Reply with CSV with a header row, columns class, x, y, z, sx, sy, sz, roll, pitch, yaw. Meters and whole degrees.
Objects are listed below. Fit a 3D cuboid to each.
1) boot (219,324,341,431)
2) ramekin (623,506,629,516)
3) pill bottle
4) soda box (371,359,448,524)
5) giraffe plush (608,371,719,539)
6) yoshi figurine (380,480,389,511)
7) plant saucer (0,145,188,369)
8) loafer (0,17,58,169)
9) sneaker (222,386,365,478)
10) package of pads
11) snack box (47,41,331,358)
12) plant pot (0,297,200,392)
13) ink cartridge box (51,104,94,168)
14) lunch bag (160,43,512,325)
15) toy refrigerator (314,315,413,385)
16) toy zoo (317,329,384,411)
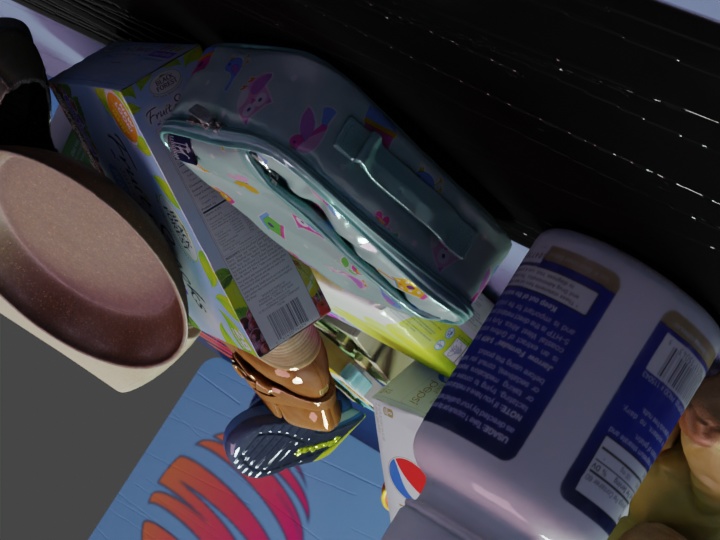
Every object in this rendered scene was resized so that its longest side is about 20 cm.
class,x,y,z,sx,sy,sz,roll,pitch,yaw
boot,-0.101,0.050,1.403,0.200,0.074,0.155,37,160,39
ramekin,0.141,0.162,1.233,0.094,0.203,0.202,39,178,45
pill bottle,0.099,0.090,0.919,0.119,0.200,0.120,32,172,5
soda box,0.063,0.168,1.297,0.063,0.068,0.201,19,132,37
giraffe plush,0.196,0.155,1.053,0.172,0.163,0.200,29,170,24
yoshi figurine,0.072,0.163,1.482,0.112,0.200,0.112,40,133,-2
plant saucer,-0.193,-0.015,1.136,0.200,0.037,0.201,24,144,18
loafer,-0.256,-0.077,1.179,0.070,0.075,0.201,49,141,37
sneaker,-0.074,0.132,1.515,0.082,0.074,0.200,52,-161,16
package of pads,0.000,0.000,1.238,0.200,0.068,0.154,26,170,41
snack box,-0.118,-0.053,1.133,0.168,0.068,0.201,18,139,62
plant pot,-0.206,-0.024,1.513,0.199,0.201,0.177,37,159,-24
ink cartridge box,-0.155,-0.053,1.312,0.200,0.117,0.067,37,132,-22
lunch bag,-0.015,-0.049,0.974,0.200,0.077,0.160,39,170,-33
toy refrigerator,0.001,0.044,1.480,0.076,0.070,0.200,31,171,18
toy zoo,-0.027,0.081,1.502,0.131,0.020,0.200,42,174,-10
